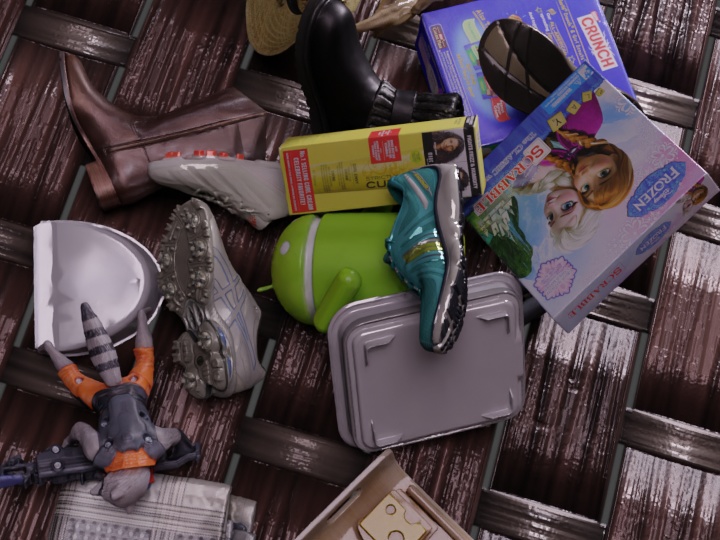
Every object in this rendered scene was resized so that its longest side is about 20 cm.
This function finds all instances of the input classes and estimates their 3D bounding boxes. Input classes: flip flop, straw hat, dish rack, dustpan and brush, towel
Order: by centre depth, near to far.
[{"bbox_3d":[-0.206,0.289,1.387,0.198,0.035,0.194,11,68,-1],"label":"towel"},{"bbox_3d":[0.073,0.097,1.418,0.198,0.173,0.044,-12,30,-11],"label":"dish rack"},{"bbox_3d":[-0.229,0.016,1.487,0.198,0.057,0.141,-3,80,1],"label":"dustpan and brush"},{"bbox_3d":[0.207,-0.192,1.517,0.199,0.058,0.081,27,102,-13],"label":"flip flop"},{"bbox_3d":[-0.042,-0.317,1.589,0.085,0.200,0.203,17,64,-34],"label":"straw hat"}]

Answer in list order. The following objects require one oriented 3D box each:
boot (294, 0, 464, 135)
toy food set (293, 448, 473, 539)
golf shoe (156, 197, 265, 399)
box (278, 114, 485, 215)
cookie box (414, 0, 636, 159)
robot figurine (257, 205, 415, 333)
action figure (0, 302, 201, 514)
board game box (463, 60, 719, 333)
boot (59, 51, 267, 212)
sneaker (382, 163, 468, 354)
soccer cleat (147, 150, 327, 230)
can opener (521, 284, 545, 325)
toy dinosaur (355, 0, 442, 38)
[{"bbox_3d":[0.026,-0.183,1.487,0.157,0.212,0.080,12,45,25],"label":"boot"},{"bbox_3d":[0.049,0.288,1.395,0.200,0.060,0.143,44,72,11],"label":"toy food set"},{"bbox_3d":[-0.145,0.028,1.465,0.097,0.078,0.202,1,79,-50],"label":"golf shoe"},{"bbox_3d":[0.023,-0.105,1.449,0.198,0.050,0.076,-4,107,12],"label":"box"},{"bbox_3d":[0.180,-0.213,1.590,0.198,0.075,0.172,-14,73,-10],"label":"cookie box"},{"bbox_3d":[0.000,0.000,1.460,0.198,0.116,0.176,1,34,14],"label":"robot figurine"},{"bbox_3d":[-0.256,0.140,1.380,0.198,0.105,0.195,-14,63,-17],"label":"action figure"},{"bbox_3d":[0.212,-0.076,1.425,0.200,0.041,0.200,-45,51,7],"label":"board game box"},{"bbox_3d":[-0.208,-0.172,1.548,0.199,0.064,0.188,-19,85,-8],"label":"boot"},{"bbox_3d":[0.061,-0.010,1.364,0.079,0.078,0.201,-5,57,6],"label":"sneaker"},{"bbox_3d":[-0.122,-0.082,1.501,0.198,0.069,0.078,4,93,-20],"label":"soccer cleat"},{"bbox_3d":[0.117,0.060,1.490,0.199,0.067,0.053,-28,77,-20],"label":"can opener"},{"bbox_3d":[0.039,-0.281,1.567,0.058,0.101,0.200,51,42,5],"label":"toy dinosaur"}]
